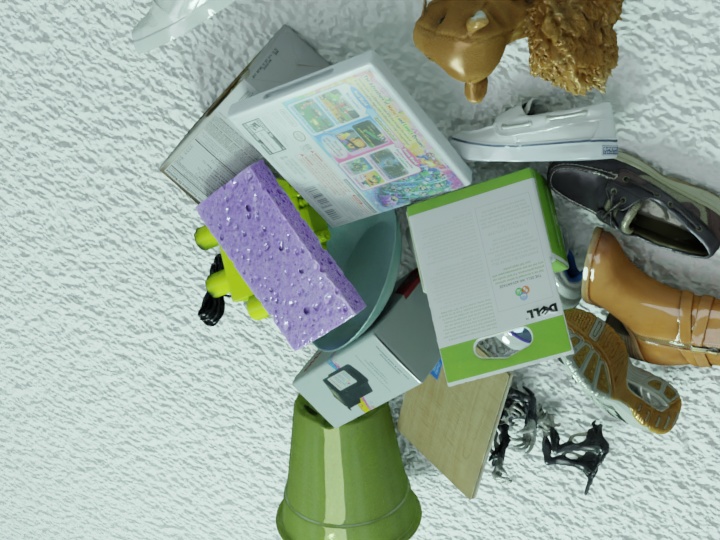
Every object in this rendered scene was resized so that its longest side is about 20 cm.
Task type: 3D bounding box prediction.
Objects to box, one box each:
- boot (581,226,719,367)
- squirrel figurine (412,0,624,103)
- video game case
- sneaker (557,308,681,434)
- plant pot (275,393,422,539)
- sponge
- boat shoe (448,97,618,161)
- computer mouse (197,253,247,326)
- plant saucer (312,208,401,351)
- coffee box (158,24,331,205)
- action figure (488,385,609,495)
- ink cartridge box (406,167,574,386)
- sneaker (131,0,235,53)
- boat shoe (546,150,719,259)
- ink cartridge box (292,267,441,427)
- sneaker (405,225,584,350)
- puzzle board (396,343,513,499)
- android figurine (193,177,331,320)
[{"bbox_3d":[0.324,0.035,1.452,0.154,0.077,0.201,9,138,32],"label":"boot"},{"bbox_3d":[0.146,-0.238,1.241,0.199,0.187,0.142,19,135,13],"label":"squirrel figurine"},{"bbox_3d":[-0.009,-0.131,1.412,0.181,0.024,0.200,-16,136,30],"label":"video game case"},{"bbox_3d":[0.265,0.117,1.509,0.200,0.076,0.088,43,161,-23],"label":"sneaker"},{"bbox_3d":[-0.020,0.247,1.790,0.199,0.200,0.191,9,119,23],"label":"plant pot"},{"bbox_3d":[-0.090,-0.015,1.497,0.111,0.030,0.201,-33,93,43],"label":"sponge"},{"bbox_3d":[0.177,-0.146,1.401,0.199,0.073,0.066,3,97,37],"label":"boat shoe"},{"bbox_3d":[-0.111,0.018,1.691,0.199,0.110,0.044,-4,134,22],"label":"computer mouse"},{"bbox_3d":[0.000,0.000,1.555,0.039,0.202,0.201,18,143,-27],"label":"plant saucer"},{"bbox_3d":[-0.129,-0.167,1.516,0.080,0.113,0.200,40,137,-11],"label":"coffee box"},{"bbox_3d":[0.202,0.203,1.665,0.199,0.102,0.119,23,147,8],"label":"action figure"},{"bbox_3d":[0.145,0.011,1.437,0.147,0.076,0.201,-17,76,21],"label":"ink cartridge box"},{"bbox_3d":[-0.195,-0.321,1.454,0.199,0.074,0.116,-26,111,32],"label":"sneaker"},{"bbox_3d":[0.283,-0.068,1.401,0.199,0.065,0.072,23,137,12],"label":"boat shoe"},{"bbox_3d":[0.028,0.088,1.609,0.083,0.146,0.200,45,143,-7],"label":"ink cartridge box"},{"bbox_3d":[0.163,-0.022,1.518,0.200,0.081,0.147,45,119,4],"label":"sneaker"},{"bbox_3d":[0.115,0.162,1.668,0.151,0.017,0.201,41,132,37],"label":"puzzle board"},{"bbox_3d":[-0.115,-0.037,1.622,0.199,0.041,0.183,-18,82,37],"label":"android figurine"}]
